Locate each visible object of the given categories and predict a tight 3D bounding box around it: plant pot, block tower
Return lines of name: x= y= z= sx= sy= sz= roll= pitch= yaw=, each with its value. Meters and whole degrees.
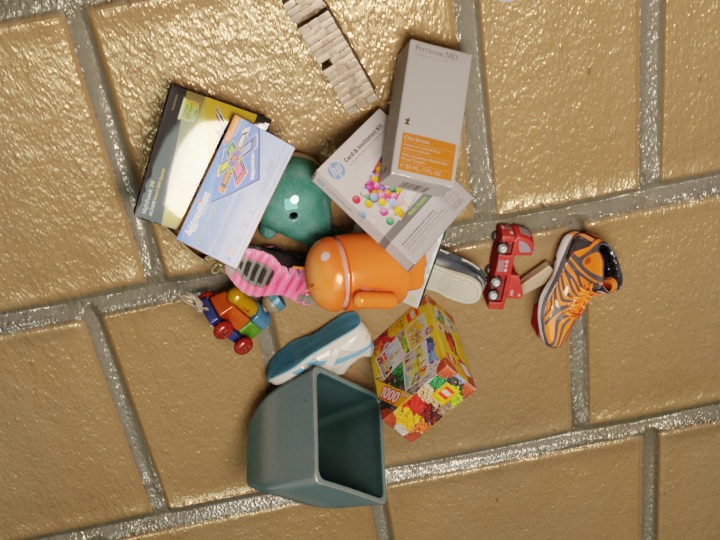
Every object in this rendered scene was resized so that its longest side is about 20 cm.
plant pot: x=-0.091 y=0.310 z=1.692 sx=0.198 sy=0.200 sz=0.195 roll=-22 pitch=147 yaw=32
block tower: x=-0.041 y=-0.321 z=1.411 sx=0.053 sy=0.058 sz=0.201 roll=-28 pitch=122 yaw=11

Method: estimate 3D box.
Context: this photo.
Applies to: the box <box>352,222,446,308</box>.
box: x=0.061 y=-0.058 z=1.552 sx=0.142 sy=0.036 sz=0.203 roll=21 pitch=111 yaw=6

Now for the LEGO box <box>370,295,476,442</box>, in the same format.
LEGO box: x=0.099 y=0.164 z=1.637 sx=0.149 sy=0.201 sz=0.077 roll=-42 pitch=118 yaw=18

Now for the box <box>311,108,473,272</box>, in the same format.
box: x=0.049 y=-0.122 z=1.452 sx=0.200 sy=0.156 sz=0.041 roll=43 pitch=154 yaw=3

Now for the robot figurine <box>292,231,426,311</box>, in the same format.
robot figurine: x=0.001 y=0.001 z=1.476 sx=0.196 sy=0.147 sz=0.117 roll=-7 pitch=164 yaw=-16

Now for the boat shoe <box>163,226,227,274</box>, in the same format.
boat shoe: x=-0.249 y=-0.045 z=1.546 sx=0.199 sy=0.063 sz=0.073 roll=37 pitch=110 yaw=-25

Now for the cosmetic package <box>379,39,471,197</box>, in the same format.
cosmetic package: x=0.095 y=-0.220 z=1.418 sx=0.099 sy=0.071 sz=0.204 roll=10 pitch=81 yaw=-13

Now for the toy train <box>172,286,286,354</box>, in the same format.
toy train: x=-0.205 y=0.045 z=1.565 sx=0.115 sy=0.085 sz=0.200 roll=-38 pitch=146 yaw=2

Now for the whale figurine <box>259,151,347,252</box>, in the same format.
whale figurine: x=-0.090 y=-0.086 z=1.519 sx=0.157 sy=0.104 sz=0.201 roll=-29 pitch=124 yaw=9

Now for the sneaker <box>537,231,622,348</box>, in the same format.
sneaker: x=0.366 y=0.041 z=1.614 sx=0.077 sy=0.111 sz=0.204 roll=4 pitch=102 yaw=-38

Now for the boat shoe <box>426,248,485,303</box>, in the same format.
boat shoe: x=0.115 y=-0.014 z=1.609 sx=0.197 sy=0.062 sz=0.076 roll=21 pitch=131 yaw=6

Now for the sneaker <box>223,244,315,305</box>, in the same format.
sneaker: x=-0.144 y=-0.008 z=1.550 sx=0.198 sy=0.096 sz=0.079 roll=21 pitch=115 yaw=-41

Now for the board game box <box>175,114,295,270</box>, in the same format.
board game box: x=-0.184 y=-0.114 z=1.430 sx=0.102 sy=0.019 sz=0.203 roll=26 pitch=95 yaw=-13

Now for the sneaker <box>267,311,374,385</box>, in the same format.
sneaker: x=-0.070 y=0.154 z=1.684 sx=0.197 sy=0.077 sz=0.081 roll=-27 pitch=123 yaw=11

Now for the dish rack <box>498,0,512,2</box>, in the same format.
dish rack: x=0.163 y=-0.482 z=1.348 sx=0.196 sy=0.044 sz=0.174 roll=14 pitch=117 yaw=-15

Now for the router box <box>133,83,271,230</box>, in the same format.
router box: x=-0.237 y=-0.156 z=1.450 sx=0.155 sy=0.052 sz=0.204 roll=16 pitch=98 yaw=-17

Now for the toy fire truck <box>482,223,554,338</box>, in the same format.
toy fire truck: x=0.283 y=0.017 z=1.663 sx=0.138 sy=0.049 sz=0.203 roll=2 pitch=120 yaw=-9
